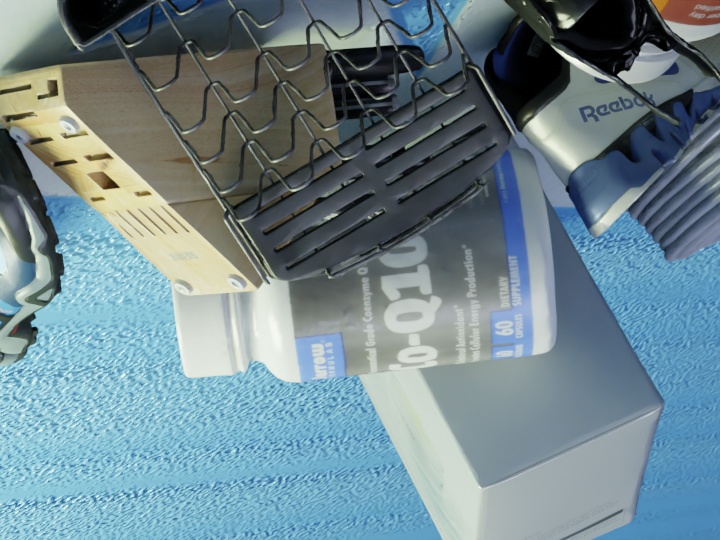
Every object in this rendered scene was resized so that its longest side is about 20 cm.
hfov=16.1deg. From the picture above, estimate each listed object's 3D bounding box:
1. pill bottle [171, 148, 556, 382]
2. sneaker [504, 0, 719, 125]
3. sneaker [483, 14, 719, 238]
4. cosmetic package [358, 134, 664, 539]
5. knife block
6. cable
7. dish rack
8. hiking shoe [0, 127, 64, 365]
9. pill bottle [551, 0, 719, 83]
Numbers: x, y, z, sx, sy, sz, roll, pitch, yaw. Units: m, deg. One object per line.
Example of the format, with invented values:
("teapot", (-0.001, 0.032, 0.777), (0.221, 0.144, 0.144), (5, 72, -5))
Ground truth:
("pill bottle", (0.000, 0.000, 1.372), (0.200, 0.114, 0.114), (-7, 156, -1))
("sneaker", (0.079, -0.147, 1.135), (0.060, 0.104, 0.200), (-45, 134, 2))
("sneaker", (0.137, -0.111, 1.392), (0.081, 0.115, 0.199), (-43, -177, 37))
("cosmetic package", (0.075, 0.056, 1.516), (0.123, 0.200, 0.200), (-23, 157, -10))
("knife block", (-0.057, -0.084, 1.238), (0.200, 0.176, 0.064), (44, 152, -27))
("cable", (0.250, -0.081, 1.540), (0.200, 0.069, 0.200), (-28, 171, -43))
("dish rack", (-0.025, -0.089, 1.145), (0.153, 0.055, 0.200), (-30, 113, 5))
("hiking shoe", (-0.200, 0.004, 1.256), (0.087, 0.074, 0.200), (-19, 156, -22))
("pill bottle", (0.158, -0.181, 1.213), (0.112, 0.112, 0.200), (-13, 153, -32))
